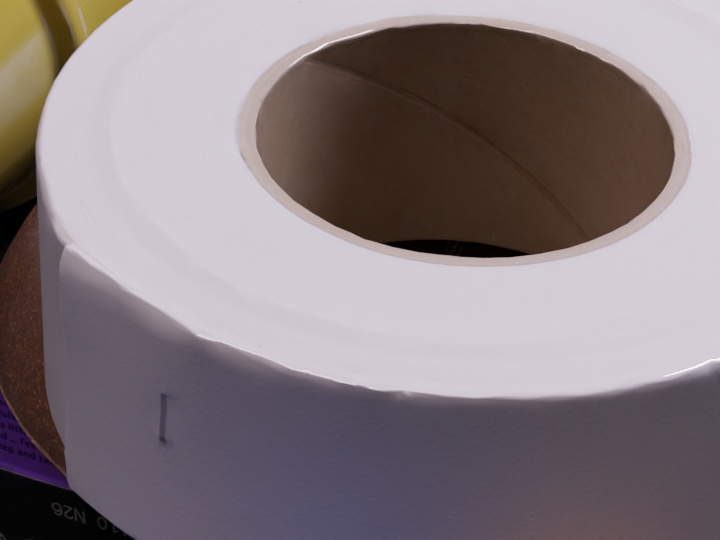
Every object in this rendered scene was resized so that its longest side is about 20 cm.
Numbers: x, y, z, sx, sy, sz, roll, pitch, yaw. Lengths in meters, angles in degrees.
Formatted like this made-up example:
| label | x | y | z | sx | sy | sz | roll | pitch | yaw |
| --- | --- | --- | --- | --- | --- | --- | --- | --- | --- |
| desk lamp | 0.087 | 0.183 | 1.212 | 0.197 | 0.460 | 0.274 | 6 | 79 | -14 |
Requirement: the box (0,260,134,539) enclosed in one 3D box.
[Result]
| label | x | y | z | sx | sy | sz | roll | pitch | yaw |
| --- | --- | --- | --- | --- | --- | --- | --- | --- | --- |
| box | -0.024 | 0.020 | 0.845 | 0.122 | 0.107 | 0.200 | 16 | 41 | 18 |

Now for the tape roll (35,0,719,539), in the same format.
| label | x | y | z | sx | sy | sz | roll | pitch | yaw |
| --- | --- | --- | --- | --- | --- | --- | --- | --- | --- |
| tape roll | 0.022 | -0.004 | 0.675 | 0.201 | 0.071 | 0.203 | 2 | 36 | -1 |

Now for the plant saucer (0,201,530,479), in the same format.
| label | x | y | z | sx | sy | sz | roll | pitch | yaw |
| --- | --- | --- | --- | --- | --- | --- | --- | --- | --- |
| plant saucer | 0.000 | 0.000 | 0.760 | 0.199 | 0.035 | 0.201 | 1 | 40 | -1 |

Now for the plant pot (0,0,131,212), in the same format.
| label | x | y | z | sx | sy | sz | roll | pitch | yaw |
| --- | --- | --- | --- | --- | --- | --- | --- | --- | --- |
| plant pot | -0.203 | -0.074 | 1.055 | 0.200 | 0.202 | 0.189 | -3 | 39 | 29 |
